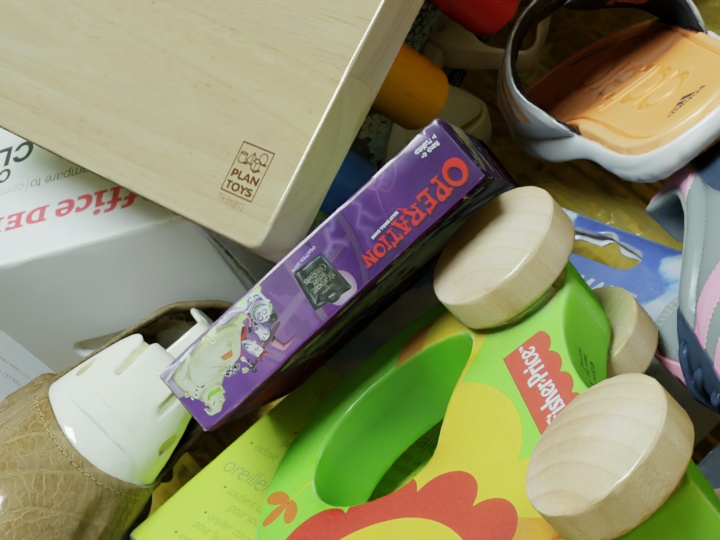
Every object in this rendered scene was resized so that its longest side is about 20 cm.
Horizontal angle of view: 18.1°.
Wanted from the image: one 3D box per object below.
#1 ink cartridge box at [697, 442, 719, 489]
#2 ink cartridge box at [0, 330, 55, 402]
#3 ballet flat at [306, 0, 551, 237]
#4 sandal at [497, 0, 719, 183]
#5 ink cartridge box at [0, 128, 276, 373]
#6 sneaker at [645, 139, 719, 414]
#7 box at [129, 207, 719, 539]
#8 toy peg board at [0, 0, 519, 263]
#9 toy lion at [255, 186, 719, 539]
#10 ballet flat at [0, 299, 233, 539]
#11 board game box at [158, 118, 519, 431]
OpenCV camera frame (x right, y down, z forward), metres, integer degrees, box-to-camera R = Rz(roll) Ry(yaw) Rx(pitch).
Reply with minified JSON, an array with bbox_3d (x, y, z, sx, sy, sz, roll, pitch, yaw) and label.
[{"bbox_3d":[0.140,0.095,0.709,0.200,0.039,0.099,-45,43,-5],"label":"ink cartridge box"},{"bbox_3d":[-0.157,0.135,0.837,0.146,0.086,0.201,-39,40,12],"label":"ink cartridge box"},{"bbox_3d":[0.034,-0.085,0.920,0.074,0.074,0.201,11,66,40],"label":"ballet flat"},{"bbox_3d":[0.092,-0.081,0.819,0.079,0.059,0.207,-38,12,-3],"label":"sandal"},{"bbox_3d":[-0.095,-0.062,0.971,0.146,0.086,0.201,-13,47,25],"label":"ink cartridge box"},{"bbox_3d":[0.131,0.034,0.700,0.082,0.070,0.201,-28,37,30],"label":"sneaker"},{"bbox_3d":[0.032,0.062,0.779,0.200,0.048,0.122,-41,39,-23],"label":"box"},{"bbox_3d":[-0.024,-0.109,0.850,0.199,0.098,0.200,25,88,45],"label":"toy peg board"},{"bbox_3d":[0.016,0.088,0.657,0.191,0.069,0.200,-38,27,9],"label":"toy lion"},{"bbox_3d":[-0.081,0.050,0.817,0.072,0.068,0.200,-45,-2,19],"label":"ballet flat"},{"bbox_3d":[0.000,0.000,0.788,0.120,0.200,0.032,-38,87,7],"label":"board game box"}]
